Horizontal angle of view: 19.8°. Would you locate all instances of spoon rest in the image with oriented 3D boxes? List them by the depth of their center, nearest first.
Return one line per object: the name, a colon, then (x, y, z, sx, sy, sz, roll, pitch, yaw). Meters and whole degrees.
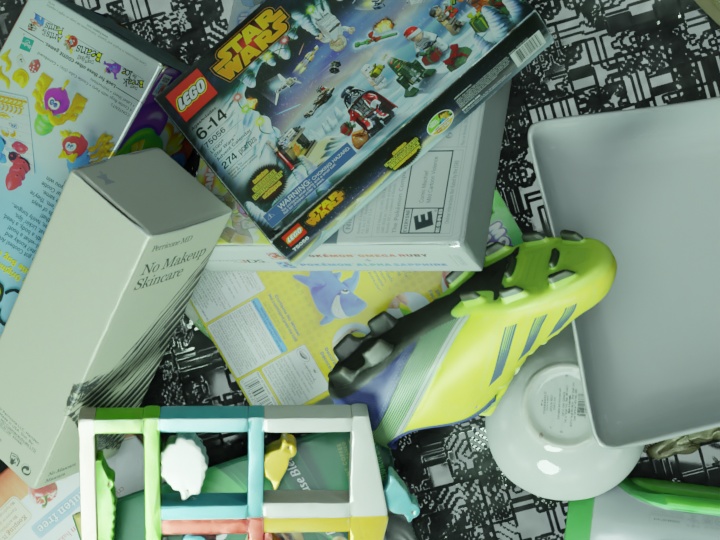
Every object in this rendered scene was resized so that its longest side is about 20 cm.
spoon rest: (0.133, 0.042, 1.268, 0.099, 0.061, 0.200, 6, 79, 9)

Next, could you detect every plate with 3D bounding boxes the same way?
plate: (0.207, -0.004, 1.244, 0.200, 0.032, 0.200, -10, 81, -17)

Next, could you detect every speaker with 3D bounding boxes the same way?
speaker: (0.226, 0.173, 1.263, 0.200, 0.088, 0.088, 6, 94, 8)

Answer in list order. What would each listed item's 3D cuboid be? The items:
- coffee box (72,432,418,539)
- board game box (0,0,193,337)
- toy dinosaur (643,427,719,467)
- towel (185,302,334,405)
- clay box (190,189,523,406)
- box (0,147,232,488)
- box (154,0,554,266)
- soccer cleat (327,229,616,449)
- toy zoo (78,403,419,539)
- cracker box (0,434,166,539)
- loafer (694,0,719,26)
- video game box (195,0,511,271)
coffee box: (-0.066, 0.175, 1.274, 0.200, 0.044, 0.123, -17, 86, -4)
board game box: (-0.190, -0.058, 1.292, 0.105, 0.103, 0.200, 32, 97, 18)
toy dinosaur: (0.273, 0.114, 1.251, 0.200, 0.088, 0.047, 11, 100, 8)
towel: (-0.026, 0.008, 1.322, 0.200, 0.031, 0.149, 43, 100, 1)
clay box: (0.000, 0.000, 1.279, 0.200, 0.048, 0.115, -29, 93, 8)
box: (-0.157, 0.029, 1.223, 0.068, 0.082, 0.200, 40, 123, 20)
box: (-0.006, -0.117, 1.201, 0.200, 0.040, 0.137, -41, 56, 1)
soccer cleat: (0.073, 0.043, 1.212, 0.200, 0.065, 0.084, -29, 115, 26)
toy zoo: (-0.065, 0.143, 1.219, 0.200, 0.020, 0.131, 0, 109, -4)
cracker box: (-0.150, 0.193, 1.331, 0.134, 0.058, 0.200, -40, 88, 7)
loafer: (0.280, -0.139, 1.239, 0.200, 0.067, 0.076, 37, 79, 5)
video game box: (-0.002, -0.096, 1.239, 0.182, 0.047, 0.200, 1, 67, 23)
